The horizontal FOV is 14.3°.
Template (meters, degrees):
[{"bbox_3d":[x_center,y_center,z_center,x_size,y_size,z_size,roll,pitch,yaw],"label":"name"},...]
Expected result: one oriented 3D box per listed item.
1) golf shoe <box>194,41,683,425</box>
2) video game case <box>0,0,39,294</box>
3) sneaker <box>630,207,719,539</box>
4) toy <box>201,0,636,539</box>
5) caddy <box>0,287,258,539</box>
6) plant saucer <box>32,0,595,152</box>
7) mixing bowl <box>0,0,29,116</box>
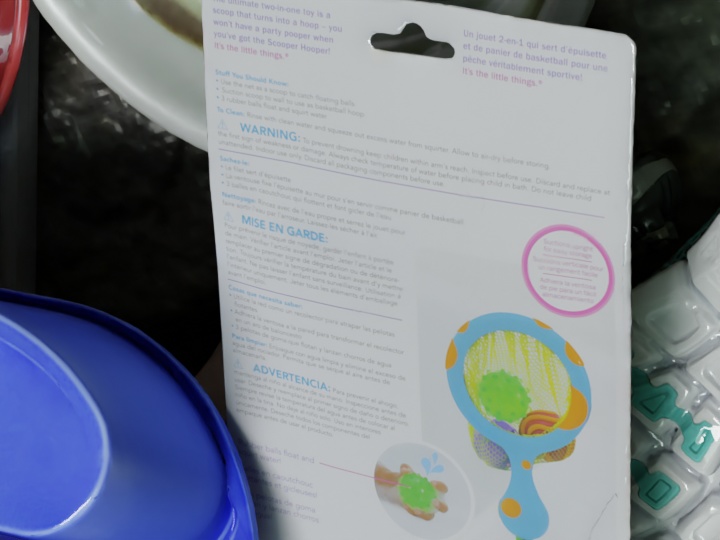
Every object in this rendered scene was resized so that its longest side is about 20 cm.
[{"bbox_3d":[0.000,0.000,0.809,0.200,0.077,0.088,-38,79,33],"label":"golf shoe"},{"bbox_3d":[-0.182,-0.065,0.857,0.181,0.024,0.201,13,123,13],"label":"video game case"},{"bbox_3d":[0.109,0.013,0.750,0.078,0.091,0.200,51,121,11],"label":"sneaker"},{"bbox_3d":[0.022,0.024,0.725,0.115,0.047,0.201,11,114,26],"label":"toy"},{"bbox_3d":[-0.126,0.068,0.739,0.199,0.105,0.142,12,85,16],"label":"caddy"},{"bbox_3d":[-0.016,-0.123,0.730,0.200,0.050,0.201,17,124,27],"label":"plant saucer"},{"bbox_3d":[-0.200,-0.080,0.765,0.199,0.108,0.201,12,121,21],"label":"mixing bowl"}]
